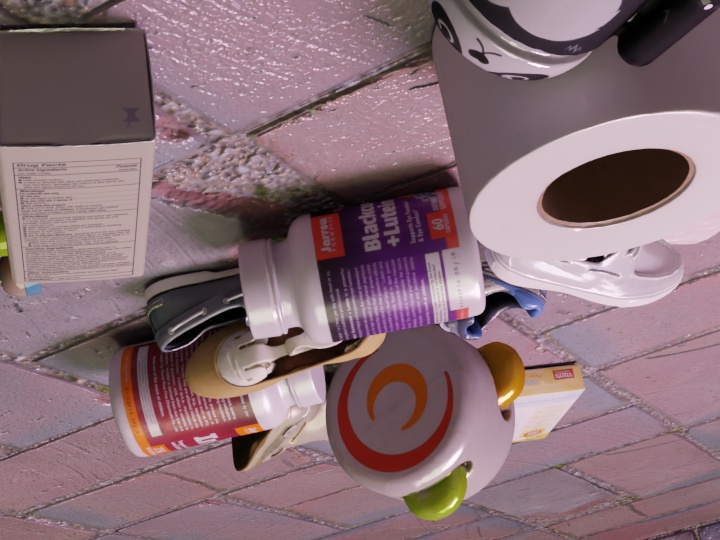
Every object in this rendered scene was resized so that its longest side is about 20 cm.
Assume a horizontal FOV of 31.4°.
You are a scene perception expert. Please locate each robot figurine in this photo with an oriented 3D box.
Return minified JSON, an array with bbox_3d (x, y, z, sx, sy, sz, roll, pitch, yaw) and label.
[{"bbox_3d":[0.114,-0.190,0.696,0.124,0.152,0.200,-10,159,-33],"label":"robot figurine"}]

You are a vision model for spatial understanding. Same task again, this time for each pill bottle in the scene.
[{"bbox_3d":[0.000,0.000,1.088,0.197,0.113,0.112,-11,156,0],"label":"pill bottle"},{"bbox_3d":[-0.140,0.111,1.273,0.198,0.114,0.113,-13,156,7],"label":"pill bottle"}]

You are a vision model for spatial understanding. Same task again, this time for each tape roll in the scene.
[{"bbox_3d":[0.157,-0.113,0.869,0.200,0.141,0.203,-9,157,-4],"label":"tape roll"}]

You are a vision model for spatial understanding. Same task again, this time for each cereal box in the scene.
[{"bbox_3d":[0.193,0.178,1.646,0.142,0.040,0.200,-6,155,-11],"label":"cereal box"}]

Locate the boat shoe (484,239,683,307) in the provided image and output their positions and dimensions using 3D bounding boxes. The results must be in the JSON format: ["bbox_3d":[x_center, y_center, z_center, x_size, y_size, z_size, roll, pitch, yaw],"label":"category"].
[{"bbox_3d":[0.208,-0.020,1.118,0.198,0.073,0.069,12,151,-20],"label":"boat shoe"}]

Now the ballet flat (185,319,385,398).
[{"bbox_3d":[-0.073,0.068,1.182,0.198,0.069,0.063,-19,174,3],"label":"ballet flat"}]

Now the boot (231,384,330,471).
[{"bbox_3d":[-0.065,0.184,1.522,0.153,0.073,0.200,-1,154,-25],"label":"boot"}]

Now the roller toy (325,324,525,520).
[{"bbox_3d":[0.068,0.153,1.370,0.181,0.202,0.139,17,173,34],"label":"roller toy"}]

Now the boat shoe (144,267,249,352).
[{"bbox_3d":[-0.098,0.031,1.176,0.197,0.062,0.073,-10,156,0],"label":"boat shoe"}]

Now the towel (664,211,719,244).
[{"bbox_3d":[0.267,-0.077,1.120,0.198,0.033,0.191,4,152,-24],"label":"towel"}]

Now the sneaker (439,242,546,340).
[{"bbox_3d":[0.081,0.021,1.186,0.198,0.086,0.077,-10,158,22],"label":"sneaker"}]

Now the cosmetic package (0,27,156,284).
[{"bbox_3d":[-0.196,-0.073,0.878,0.102,0.088,0.200,-2,156,-14],"label":"cosmetic package"}]

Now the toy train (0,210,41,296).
[{"bbox_3d":[-0.306,-0.021,0.967,0.114,0.085,0.200,-15,158,-15],"label":"toy train"}]
